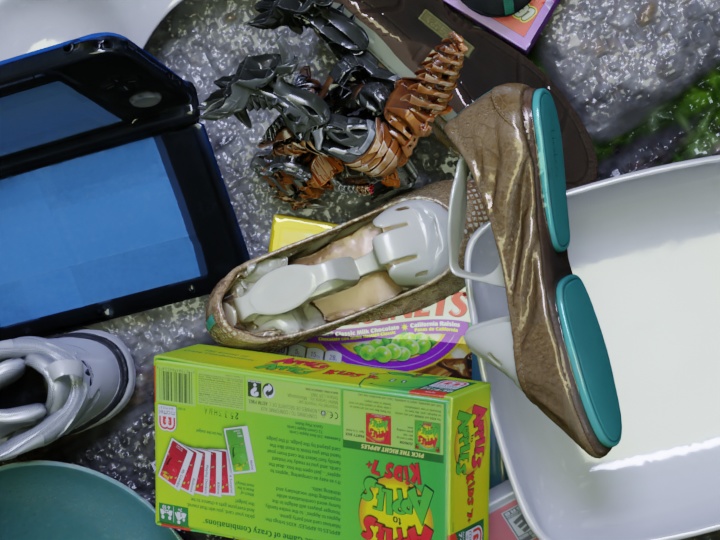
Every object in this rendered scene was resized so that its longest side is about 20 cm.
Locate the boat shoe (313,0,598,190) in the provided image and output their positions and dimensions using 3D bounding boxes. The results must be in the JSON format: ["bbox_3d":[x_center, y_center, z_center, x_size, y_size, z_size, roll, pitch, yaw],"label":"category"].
[{"bbox_3d":[0.054,-0.105,1.088,0.200,0.076,0.072,44,55,0],"label":"boat shoe"}]

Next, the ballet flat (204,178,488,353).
[{"bbox_3d":[0.000,0.000,1.071,0.199,0.065,0.071,-25,84,3],"label":"ballet flat"}]

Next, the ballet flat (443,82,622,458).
[{"bbox_3d":[0.084,0.004,0.958,0.072,0.068,0.202,-13,91,23],"label":"ballet flat"}]

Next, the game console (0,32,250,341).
[{"bbox_3d":[-0.189,-0.040,1.068,0.199,0.171,0.119,-15,75,15],"label":"game console"}]

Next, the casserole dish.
[{"bbox_3d":[0.126,0.076,1.077,0.120,0.039,0.202,0,93,3],"label":"casserole dish"}]

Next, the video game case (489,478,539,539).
[{"bbox_3d":[0.082,0.231,1.084,0.142,0.017,0.201,-29,113,7],"label":"video game case"}]

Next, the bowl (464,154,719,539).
[{"bbox_3d":[0.166,0.045,1.018,0.198,0.075,0.202,-14,91,3],"label":"bowl"}]

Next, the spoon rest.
[{"bbox_3d":[-0.152,-0.152,1.110,0.199,0.061,0.100,-31,89,6],"label":"spoon rest"}]

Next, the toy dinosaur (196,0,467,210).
[{"bbox_3d":[-0.007,-0.098,1.042,0.136,0.102,0.200,39,125,-20],"label":"toy dinosaur"}]

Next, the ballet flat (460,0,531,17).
[{"bbox_3d":[0.053,-0.242,1.039,0.073,0.073,0.201,-22,90,7],"label":"ballet flat"}]

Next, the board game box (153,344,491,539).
[{"bbox_3d":[-0.025,0.105,1.024,0.199,0.048,0.102,6,101,31],"label":"board game box"}]

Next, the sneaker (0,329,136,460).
[{"bbox_3d":[-0.241,0.088,1.101,0.199,0.115,0.076,-21,85,6],"label":"sneaker"}]

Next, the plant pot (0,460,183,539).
[{"bbox_3d":[-0.203,0.233,1.085,0.200,0.200,0.135,50,134,2],"label":"plant pot"}]

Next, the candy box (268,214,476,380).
[{"bbox_3d":[0.036,0.031,1.114,0.198,0.026,0.103,9,91,5],"label":"candy box"}]

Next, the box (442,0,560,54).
[{"bbox_3d":[0.051,-0.241,1.093,0.199,0.039,0.137,32,95,4],"label":"box"}]
